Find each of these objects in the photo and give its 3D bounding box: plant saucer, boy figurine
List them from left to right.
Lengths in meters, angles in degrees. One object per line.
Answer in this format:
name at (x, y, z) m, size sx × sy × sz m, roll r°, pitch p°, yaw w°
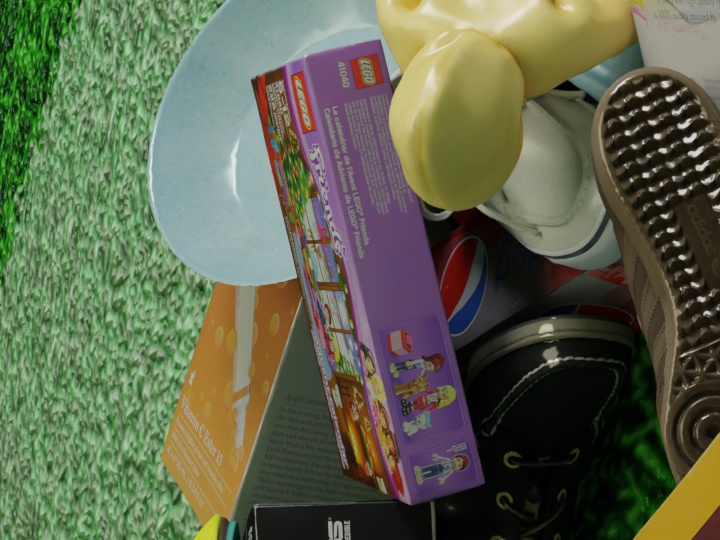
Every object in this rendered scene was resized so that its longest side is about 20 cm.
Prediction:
plant saucer at (-0.023, -0.077, 1.189) m, size 0.200 × 0.039 × 0.203 m, roll -19°, pitch 55°, yaw 29°
boy figurine at (0.064, -0.106, 0.957) m, size 0.201 × 0.123 × 0.065 m, roll -70°, pitch -21°, yaw -43°

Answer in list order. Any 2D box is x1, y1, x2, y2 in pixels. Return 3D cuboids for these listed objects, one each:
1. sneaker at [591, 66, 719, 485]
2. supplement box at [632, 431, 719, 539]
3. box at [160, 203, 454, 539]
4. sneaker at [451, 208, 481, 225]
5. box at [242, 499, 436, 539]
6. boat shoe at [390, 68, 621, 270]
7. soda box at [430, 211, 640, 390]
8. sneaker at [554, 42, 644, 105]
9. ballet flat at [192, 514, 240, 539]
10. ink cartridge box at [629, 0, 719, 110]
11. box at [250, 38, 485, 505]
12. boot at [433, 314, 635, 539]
sneaker at (0.142, 0.021, 0.879) m, size 0.076 × 0.070 × 0.202 m, roll 36°, pitch -140°, yaw -78°
supplement box at (0.199, 0.136, 0.617) m, size 0.133 × 0.196 × 0.201 m, roll -58°, pitch 32°, yaw 38°
box at (-0.027, 0.051, 1.282) m, size 0.124 × 0.097 × 0.202 m, roll 46°, pitch 121°, yaw 61°
sneaker at (0.033, -0.071, 1.218) m, size 0.200 × 0.084 × 0.078 m, roll -134°, pitch 58°, yaw -62°
box at (-0.012, 0.200, 1.092) m, size 0.200 × 0.085 × 0.165 m, roll 113°, pitch 156°, yaw -79°
boat shoe at (0.055, -0.058, 1.009) m, size 0.202 × 0.085 × 0.075 m, roll 45°, pitch 119°, yaw 63°
soda box at (0.092, 0.001, 1.082) m, size 0.200 × 0.063 × 0.071 m, roll -36°, pitch 47°, yaw 56°
sneaker at (0.088, -0.109, 1.129) m, size 0.200 × 0.073 × 0.083 m, roll 15°, pitch 90°, yaw 67°
ballet flat at (-0.091, 0.211, 1.132) m, size 0.067 × 0.066 × 0.201 m, roll 86°, pitch 180°, yaw -53°
ink cartridge box at (0.156, -0.125, 0.885) m, size 0.116 × 0.067 × 0.202 m, roll 18°, pitch 125°, yaw 65°
box at (0.000, 0.000, 1.043) m, size 0.137 × 0.039 × 0.202 m, roll 180°, pitch 76°, yaw -77°
boot at (0.079, 0.123, 1.045) m, size 0.204 × 0.073 × 0.155 m, roll 123°, pitch 147°, yaw -57°
